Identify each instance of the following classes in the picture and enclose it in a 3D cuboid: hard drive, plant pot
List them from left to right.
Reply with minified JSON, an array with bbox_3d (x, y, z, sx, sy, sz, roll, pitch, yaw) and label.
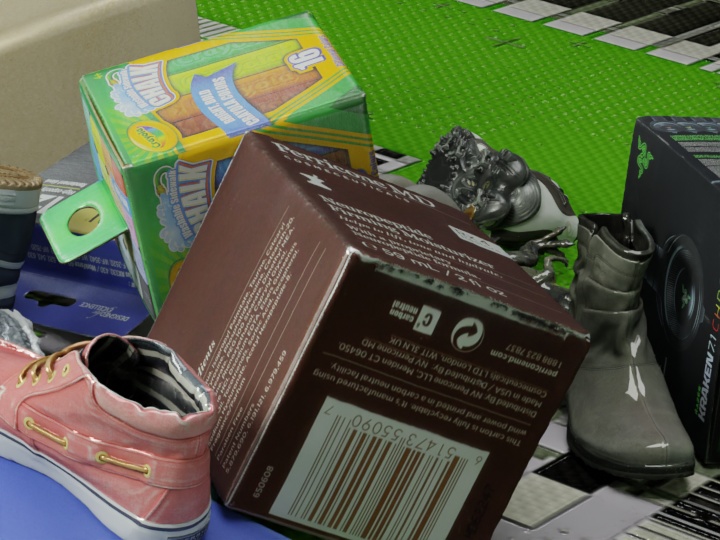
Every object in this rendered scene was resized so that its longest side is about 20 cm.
[{"bbox_3d":[-0.229,-0.132,2.091,0.177,0.200,0.200,-15,27,-21],"label":"plant pot"},{"bbox_3d":[-0.143,0.146,1.525,0.200,0.025,0.132,24,34,21],"label":"hard drive"}]

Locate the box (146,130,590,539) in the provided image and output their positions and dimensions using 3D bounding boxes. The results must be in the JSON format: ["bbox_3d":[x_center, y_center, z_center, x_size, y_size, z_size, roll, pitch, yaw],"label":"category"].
[{"bbox_3d":[-0.003,0.047,1.636,0.166,0.164,0.200,20,14,-27],"label":"box"}]

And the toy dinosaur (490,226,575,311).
[{"bbox_3d":[0.099,0.000,2.026,0.200,0.048,0.088,12,28,24],"label":"toy dinosaur"}]

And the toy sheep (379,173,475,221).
[{"bbox_3d":[0.000,0.000,1.879,0.200,0.138,0.138,-6,10,36],"label":"toy sheep"}]

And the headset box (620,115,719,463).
[{"bbox_3d":[0.239,0.006,1.859,0.093,0.174,0.200,0,22,-17],"label":"headset box"}]

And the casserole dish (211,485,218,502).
[{"bbox_3d":[-0.169,0.116,1.645,0.200,0.039,0.121,0,21,-17],"label":"casserole dish"}]

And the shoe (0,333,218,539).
[{"bbox_3d":[-0.154,0.065,1.540,0.200,0.091,0.071,32,37,31],"label":"shoe"}]

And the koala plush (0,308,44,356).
[{"bbox_3d":[-0.286,0.006,1.682,0.177,0.184,0.200,19,19,-37],"label":"koala plush"}]

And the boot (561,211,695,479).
[{"bbox_3d":[0.164,0.043,1.803,0.068,0.131,0.200,0,21,-14],"label":"boot"}]

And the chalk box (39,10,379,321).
[{"bbox_3d":[-0.098,-0.058,1.750,0.200,0.124,0.124,-17,36,-11],"label":"chalk box"}]

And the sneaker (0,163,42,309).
[{"bbox_3d":[-0.310,-0.021,1.835,0.200,0.109,0.070,7,17,-8],"label":"sneaker"}]

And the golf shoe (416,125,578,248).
[{"bbox_3d":[0.101,-0.051,2.144,0.094,0.078,0.200,30,3,-20],"label":"golf shoe"}]

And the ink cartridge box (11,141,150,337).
[{"bbox_3d":[-0.160,-0.034,1.903,0.197,0.047,0.200,11,36,44],"label":"ink cartridge box"}]
